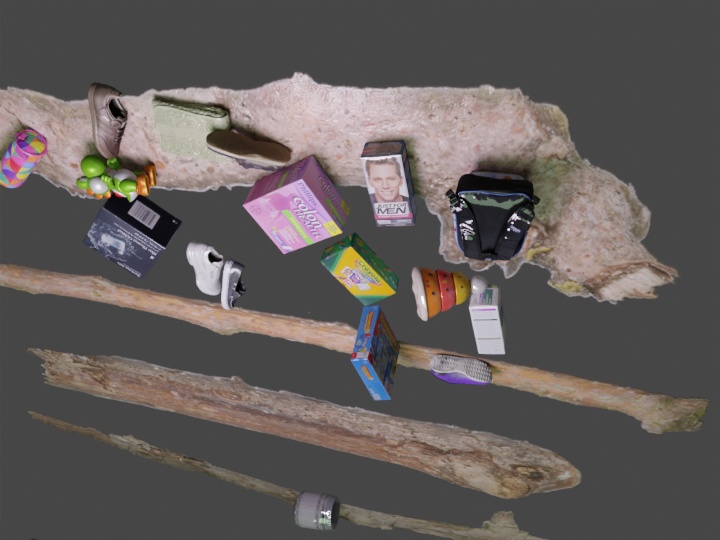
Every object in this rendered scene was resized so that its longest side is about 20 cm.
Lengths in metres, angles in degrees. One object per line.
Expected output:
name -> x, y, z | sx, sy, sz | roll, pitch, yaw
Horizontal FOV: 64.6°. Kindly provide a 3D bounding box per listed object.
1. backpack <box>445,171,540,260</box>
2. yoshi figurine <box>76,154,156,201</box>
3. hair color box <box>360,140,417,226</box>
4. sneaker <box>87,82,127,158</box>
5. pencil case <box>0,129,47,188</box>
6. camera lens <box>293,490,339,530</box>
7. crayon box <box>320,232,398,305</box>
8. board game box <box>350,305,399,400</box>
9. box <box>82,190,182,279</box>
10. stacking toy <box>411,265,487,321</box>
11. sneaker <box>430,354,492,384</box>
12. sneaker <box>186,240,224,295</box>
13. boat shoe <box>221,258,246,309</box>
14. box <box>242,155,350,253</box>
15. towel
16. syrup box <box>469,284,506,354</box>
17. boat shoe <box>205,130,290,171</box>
backpack -> 0.294, -0.120, 1.282 | 0.196, 0.155, 0.194 | 10, 129, 16
yoshi figurine -> -0.636, -0.250, 1.463 | 0.195, 0.115, 0.113 | 1, 166, 2
hair color box -> 0.069, -0.199, 1.336 | 0.098, 0.061, 0.202 | -1, 133, 17
sneaker -> -0.604, -0.352, 1.383 | 0.074, 0.071, 0.202 | 12, 137, 3
pencil case -> -0.919, -0.298, 1.530 | 0.198, 0.089, 0.088 | -27, 123, 35
camera lens -> -0.212, 1.150, 2.726 | 0.195, 0.162, 0.162 | 1, 135, 16
crayon box -> 0.000, 0.000, 1.562 | 0.118, 0.059, 0.200 | -24, 123, 36
board game box -> 0.049, 0.246, 1.696 | 0.055, 0.198, 0.202 | -8, 133, 23
box -> -0.646, -0.108, 1.613 | 0.195, 0.119, 0.199 | 36, 135, -19
stacking toy -> 0.239, 0.045, 1.512 | 0.195, 0.148, 0.148 | -11, 134, 1
sneaker -> 0.315, 0.324, 1.796 | 0.196, 0.070, 0.100 | 12, 144, 11
sneaker -> -0.444, 0.001, 1.689 | 0.097, 0.076, 0.202 | 3, 135, 16
boat shoe -> -0.379, 0.049, 1.731 | 0.065, 0.070, 0.203 | 16, 129, 2
box -> -0.157, -0.159, 1.422 | 0.197, 0.098, 0.177 | -17, 127, 30
towel -> -0.401, -0.331, 1.367 | 0.195, 0.037, 0.150 | 10, 137, 7
syrup box -> 0.355, 0.138, 1.577 | 0.080, 0.080, 0.202 | -2, 134, 19
boat shoe -> -0.267, -0.273, 1.343 | 0.196, 0.073, 0.065 | 8, 145, -18
